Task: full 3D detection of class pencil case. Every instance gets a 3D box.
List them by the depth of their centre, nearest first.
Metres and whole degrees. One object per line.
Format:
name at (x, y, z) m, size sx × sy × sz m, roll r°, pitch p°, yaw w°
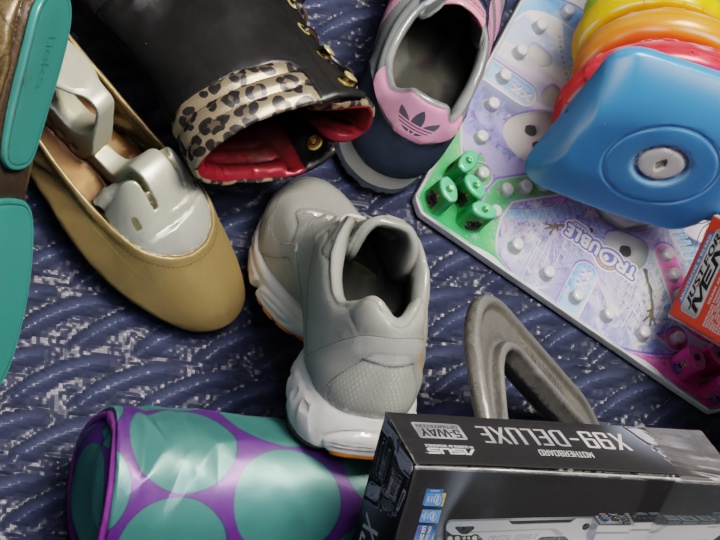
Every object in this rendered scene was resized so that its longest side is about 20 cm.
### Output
pencil case at (-0.036, 0.113, 1.286) m, size 0.200 × 0.093 × 0.085 m, roll 8°, pitch 23°, yaw -22°

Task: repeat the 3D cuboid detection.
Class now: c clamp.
c clamp at (0.097, 0.110, 1.329) m, size 0.200 × 0.027 × 0.171 m, roll 50°, pitch 32°, yaw -43°

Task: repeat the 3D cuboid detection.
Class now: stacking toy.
stacking toy at (0.153, -0.130, 1.453) m, size 0.110 × 0.116 × 0.200 m, roll 17°, pitch 49°, yaw -19°

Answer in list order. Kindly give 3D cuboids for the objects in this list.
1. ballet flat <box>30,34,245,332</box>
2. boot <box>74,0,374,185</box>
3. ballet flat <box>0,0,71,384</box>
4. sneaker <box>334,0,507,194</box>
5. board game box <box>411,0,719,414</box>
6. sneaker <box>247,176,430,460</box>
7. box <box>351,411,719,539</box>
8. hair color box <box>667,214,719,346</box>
ballet flat at (-0.124, -0.054, 1.328) m, size 0.200 × 0.063 × 0.069 m, roll 46°, pitch 58°, yaw -1°
boot at (-0.036, -0.126, 1.372) m, size 0.200 × 0.073 × 0.151 m, roll -14°, pitch 59°, yaw -30°
ballet flat at (-0.185, -0.042, 1.282) m, size 0.072 × 0.068 × 0.200 m, roll 10°, pitch 94°, yaw 21°
sneaker at (0.049, -0.135, 1.434) m, size 0.070 × 0.082 × 0.200 m, roll 24°, pitch 60°, yaw -14°
board game box at (0.150, -0.056, 1.481) m, size 0.200 × 0.026 × 0.200 m, roll 34°, pitch 59°, yaw -9°
sneaker at (0.000, 0.000, 1.309) m, size 0.076 × 0.092 × 0.200 m, roll 9°, pitch 30°, yaw -19°
box at (0.067, 0.164, 1.254) m, size 0.157 × 0.200 × 0.050 m, roll 5°, pitch 26°, yaw -21°
hair color box at (0.246, 0.040, 1.356) m, size 0.111 × 0.200 × 0.064 m, roll 23°, pitch 97°, yaw -23°
